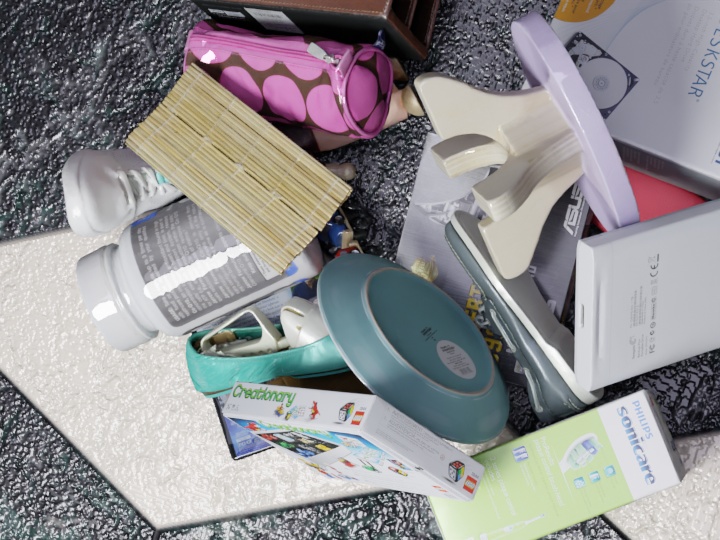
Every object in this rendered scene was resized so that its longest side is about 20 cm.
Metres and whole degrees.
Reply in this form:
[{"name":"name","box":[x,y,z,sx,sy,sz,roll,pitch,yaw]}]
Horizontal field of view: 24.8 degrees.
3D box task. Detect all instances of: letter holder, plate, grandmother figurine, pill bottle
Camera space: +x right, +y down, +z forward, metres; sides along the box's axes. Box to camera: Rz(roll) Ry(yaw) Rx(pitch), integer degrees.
[{"name":"letter holder","box":[-0.031,-0.281,1.465,0.200,0.101,0.142,10,80,25]},{"name":"plate","box":[0.051,0.056,1.342,0.200,0.200,0.026,49,118,12]},{"name":"grandmother figurine","box":[-0.047,-0.134,1.503,0.200,0.061,0.121,-27,68,7]},{"name":"pill bottle","box":[-0.145,-0.009,1.466,0.200,0.114,0.114,-24,81,9]}]

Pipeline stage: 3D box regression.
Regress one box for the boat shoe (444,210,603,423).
[{"name":"boat shoe","box":[0.125,0.041,1.389,0.062,0.073,0.200,-38,85,26]}]

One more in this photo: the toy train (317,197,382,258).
[{"name":"toy train","box":[0.000,0.000,1.445,0.046,0.034,0.200,-10,44,-15]}]

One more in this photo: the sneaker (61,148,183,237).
[{"name":"sneaker","box":[-0.194,-0.081,1.455,0.088,0.200,0.075,-8,101,18]}]

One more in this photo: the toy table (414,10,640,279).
[{"name":"toy table","box":[0.132,-0.093,1.315,0.117,0.184,0.200,-28,100,-2]}]

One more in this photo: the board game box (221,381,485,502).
[{"name":"board game box","box":[-0.009,0.137,1.327,0.200,0.126,0.035,0,60,53]}]

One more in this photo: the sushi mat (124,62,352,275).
[{"name":"sushi mat","box":[-0.106,-0.089,1.407,0.200,0.012,0.096,39,82,21]}]

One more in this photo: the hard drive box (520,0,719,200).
[{"name":"hard drive box","box":[0.257,-0.169,1.418,0.200,0.077,0.156,22,82,12]}]

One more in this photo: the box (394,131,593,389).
[{"name":"box","box":[0.114,-0.009,1.452,0.158,0.048,0.200,16,95,13]}]

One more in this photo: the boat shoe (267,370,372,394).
[{"name":"boat shoe","box":[0.008,0.113,1.448,0.200,0.069,0.074,-13,49,18]}]

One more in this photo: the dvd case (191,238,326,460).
[{"name":"dvd case","box":[-0.083,0.060,1.515,0.143,0.018,0.200,-20,82,11]}]

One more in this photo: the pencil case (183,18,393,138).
[{"name":"pencil case","box":[-0.069,-0.175,1.444,0.200,0.094,0.091,11,79,33]}]

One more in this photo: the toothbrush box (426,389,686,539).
[{"name":"toothbrush box","box":[0.167,0.175,1.385,0.200,0.146,0.086,-22,81,11]}]

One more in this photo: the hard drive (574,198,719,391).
[{"name":"hard drive","box":[0.266,0.012,1.352,0.200,0.027,0.132,-16,119,-24]}]

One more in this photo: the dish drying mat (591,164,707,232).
[{"name":"dish drying mat","box":[0.258,-0.049,1.448,0.200,0.018,0.077,39,94,12]}]

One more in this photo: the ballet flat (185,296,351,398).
[{"name":"ballet flat","box":[-0.071,0.062,1.438,0.200,0.067,0.070,-14,116,23]}]
